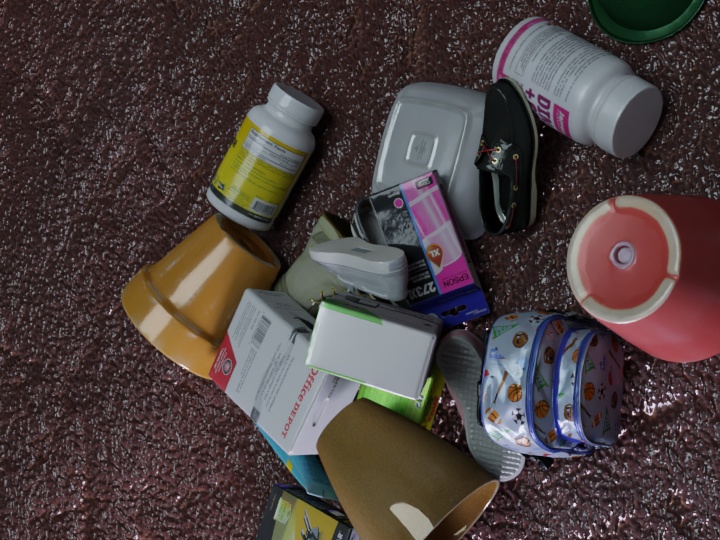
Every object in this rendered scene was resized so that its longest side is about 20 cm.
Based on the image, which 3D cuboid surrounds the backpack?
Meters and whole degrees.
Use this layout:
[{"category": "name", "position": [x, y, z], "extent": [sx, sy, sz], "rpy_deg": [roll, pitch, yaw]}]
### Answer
[{"category": "backpack", "position": [0.222, 0.136, 1.570], "extent": [0.153, 0.189, 0.203], "rpy_deg": [-6, 80, 41]}]

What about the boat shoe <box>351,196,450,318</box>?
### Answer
[{"category": "boat shoe", "position": [0.053, -0.015, 1.790], "extent": [0.073, 0.060, 0.201], "rpy_deg": [-28, 69, -11]}]

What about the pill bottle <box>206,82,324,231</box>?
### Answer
[{"category": "pill bottle", "position": [-0.137, -0.170, 1.959], "extent": [0.112, 0.112, 0.201], "rpy_deg": [40, 107, 35]}]

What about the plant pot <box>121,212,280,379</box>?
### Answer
[{"category": "plant pot", "position": [-0.218, 0.025, 1.946], "extent": [0.184, 0.200, 0.200], "rpy_deg": [-50, 56, 11]}]

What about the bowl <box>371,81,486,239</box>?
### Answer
[{"category": "bowl", "position": [0.101, -0.155, 1.793], "extent": [0.198, 0.074, 0.203], "rpy_deg": [20, 96, 40]}]

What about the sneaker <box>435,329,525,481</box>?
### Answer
[{"category": "sneaker", "position": [0.157, 0.165, 1.704], "extent": [0.075, 0.105, 0.202], "rpy_deg": [-24, 97, 9]}]

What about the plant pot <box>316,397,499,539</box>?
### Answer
[{"category": "plant pot", "position": [0.041, 0.264, 1.671], "extent": [0.200, 0.186, 0.187], "rpy_deg": [43, 109, 20]}]

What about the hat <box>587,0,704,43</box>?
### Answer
[{"category": "hat", "position": [0.301, -0.378, 1.602], "extent": [0.198, 0.175, 0.168], "rpy_deg": [7, 87, 39]}]

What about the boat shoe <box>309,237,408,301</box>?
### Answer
[{"category": "boat shoe", "position": [0.000, 0.000, 1.753], "extent": [0.199, 0.071, 0.069], "rpy_deg": [10, 115, 51]}]

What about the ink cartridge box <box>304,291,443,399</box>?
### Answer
[{"category": "ink cartridge box", "position": [0.021, 0.089, 1.645], "extent": [0.144, 0.200, 0.085], "rpy_deg": [16, 95, 5]}]

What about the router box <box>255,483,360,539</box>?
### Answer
[{"category": "router box", "position": [-0.083, 0.422, 1.856], "extent": [0.156, 0.052, 0.202], "rpy_deg": [20, 95, 39]}]

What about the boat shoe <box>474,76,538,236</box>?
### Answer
[{"category": "boat shoe", "position": [0.181, -0.141, 1.675], "extent": [0.073, 0.063, 0.204], "rpy_deg": [26, 129, 50]}]

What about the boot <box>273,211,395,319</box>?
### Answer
[{"category": "boot", "position": [-0.039, 0.034, 1.873], "extent": [0.155, 0.072, 0.201], "rpy_deg": [-51, 49, 19]}]

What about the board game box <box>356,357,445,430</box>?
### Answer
[{"category": "board game box", "position": [0.047, 0.184, 1.782], "extent": [0.101, 0.047, 0.202], "rpy_deg": [19, 94, 26]}]

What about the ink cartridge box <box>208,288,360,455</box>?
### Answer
[{"category": "ink cartridge box", "position": [-0.101, 0.139, 1.819], "extent": [0.200, 0.083, 0.146], "rpy_deg": [39, 111, 38]}]

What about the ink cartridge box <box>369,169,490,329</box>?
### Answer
[{"category": "ink cartridge box", "position": [0.090, -0.021, 1.730], "extent": [0.094, 0.037, 0.202], "rpy_deg": [-20, 94, 18]}]

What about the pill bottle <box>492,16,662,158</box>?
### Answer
[{"category": "pill bottle", "position": [0.269, -0.226, 1.643], "extent": [0.199, 0.113, 0.114], "rpy_deg": [37, 105, 36]}]

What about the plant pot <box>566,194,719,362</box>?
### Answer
[{"category": "plant pot", "position": [0.337, -0.002, 1.512], "extent": [0.199, 0.176, 0.203], "rpy_deg": [-8, 77, 38]}]

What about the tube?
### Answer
[{"category": "tube", "position": [-0.099, 0.248, 1.882], "extent": [0.051, 0.077, 0.200], "rpy_deg": [-51, 52, 16]}]
